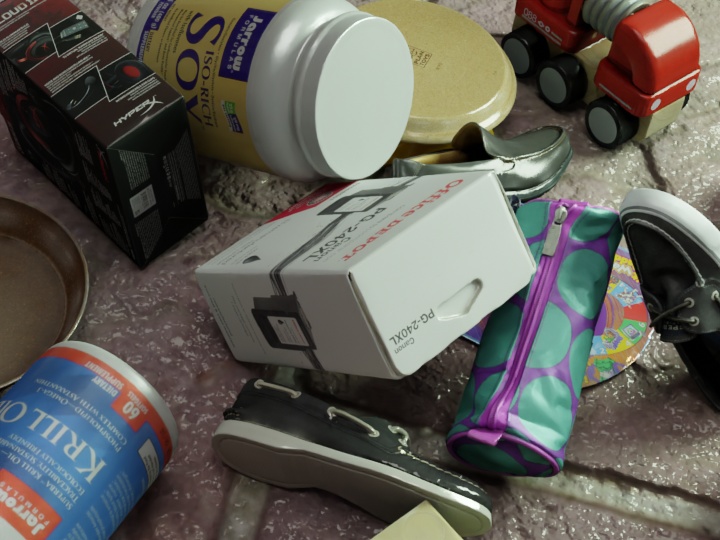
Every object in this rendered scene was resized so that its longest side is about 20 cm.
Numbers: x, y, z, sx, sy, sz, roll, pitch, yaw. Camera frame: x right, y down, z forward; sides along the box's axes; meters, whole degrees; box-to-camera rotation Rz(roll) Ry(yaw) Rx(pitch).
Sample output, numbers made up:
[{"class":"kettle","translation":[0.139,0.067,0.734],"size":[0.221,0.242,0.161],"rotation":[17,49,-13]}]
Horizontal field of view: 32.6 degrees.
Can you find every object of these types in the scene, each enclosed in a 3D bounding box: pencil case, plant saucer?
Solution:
[{"class":"pencil case","translation":[0.124,0.045,0.870],"size":[0.085,0.093,0.201],"rotation":[10,67,21]},{"class":"plant saucer","translation":[-0.302,0.024,0.915],"size":[0.199,0.035,0.201],"rotation":[3,50,-3]}]

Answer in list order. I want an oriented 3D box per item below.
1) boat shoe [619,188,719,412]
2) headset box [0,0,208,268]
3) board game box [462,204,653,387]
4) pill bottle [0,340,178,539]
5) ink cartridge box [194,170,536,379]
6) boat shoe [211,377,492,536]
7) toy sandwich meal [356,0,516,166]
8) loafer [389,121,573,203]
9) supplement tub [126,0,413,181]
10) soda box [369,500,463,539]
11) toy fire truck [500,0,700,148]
[{"class":"boat shoe","translation":[0.237,0.030,0.886],"size":[0.070,0.200,0.066],"rotation":[3,49,46]},{"class":"headset box","translation":[-0.217,-0.121,0.967],"size":[0.075,0.149,0.200],"rotation":[-38,62,-23]},{"class":"board game box","translation":[0.142,0.000,0.977],"size":[0.199,0.039,0.158],"rotation":[26,52,15]},{"class":"pill bottle","translation":[-0.212,0.149,0.766],"size":[0.112,0.113,0.200],"rotation":[25,51,15]},{"class":"ink cartridge box","translation":[0.000,0.000,0.865],"size":[0.145,0.084,0.199],"rotation":[-35,20,-31]},{"class":"boat shoe","translation":[-0.001,0.126,0.838],"size":[0.199,0.074,0.061],"rotation":[13,54,16]},{"class":"toy sandwich meal","translation":[0.038,-0.162,1.092],"size":[0.204,0.070,0.206],"rotation":[5,49,-6]},{"class":"loafer","translation":[0.103,-0.087,1.009],"size":[0.073,0.073,0.200],"rotation":[9,30,45]},{"class":"supplement tub","translation":[-0.073,-0.151,0.975],"size":[0.199,0.146,0.145],"rotation":[17,46,35]},{"class":"soda box","translation":[-0.015,0.229,0.749],"size":[0.199,0.064,0.068],"rotation":[-30,58,-27]},{"class":"toy fire truck","translation":[0.234,-0.242,1.089],"size":[0.128,0.201,0.176],"rotation":[-28,57,-26]}]
